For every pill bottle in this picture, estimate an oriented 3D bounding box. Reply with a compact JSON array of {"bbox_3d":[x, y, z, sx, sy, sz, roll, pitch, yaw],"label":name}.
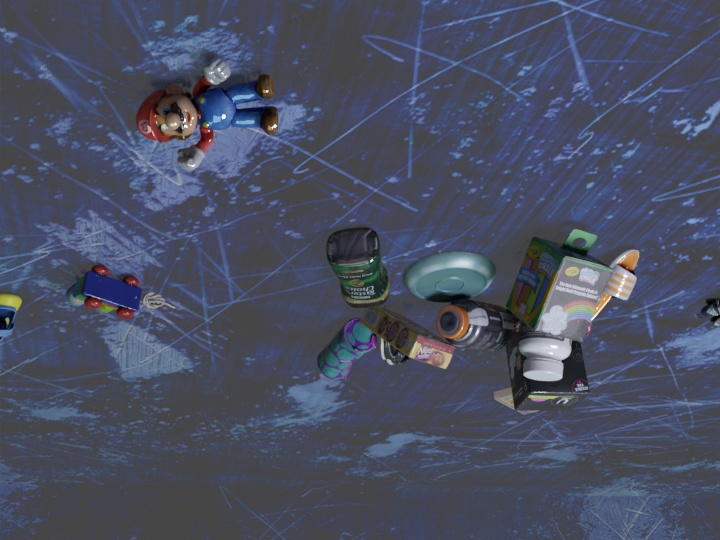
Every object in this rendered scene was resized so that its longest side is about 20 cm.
[{"bbox_3d":[0.247,0.119,1.711,0.106,0.107,0.199,-24,159,33],"label":"pill bottle"},{"bbox_3d":[0.394,0.128,1.665,0.109,0.202,0.111,7,160,3],"label":"pill bottle"}]

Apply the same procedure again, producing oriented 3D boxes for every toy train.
[{"bbox_3d":[-0.500,0.063,1.621,0.115,0.086,0.199,-16,151,43],"label":"toy train"}]

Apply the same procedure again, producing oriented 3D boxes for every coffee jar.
[{"bbox_3d":[0.000,0.000,1.535,0.103,0.086,0.200,-7,152,7],"label":"coffee jar"}]

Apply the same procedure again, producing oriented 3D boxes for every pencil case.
[{"bbox_3d":[-0.033,0.193,1.883,0.092,0.085,0.200,34,144,-5],"label":"pencil case"}]

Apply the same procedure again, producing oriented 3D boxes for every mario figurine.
[{"bbox_3d":[-0.217,-0.216,1.093,0.198,0.125,0.106,-9,164,2],"label":"mario figurine"}]

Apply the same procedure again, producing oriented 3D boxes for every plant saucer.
[{"bbox_3d":[0.189,0.021,1.653,0.198,0.028,0.201,-3,151,-1],"label":"plant saucer"}]

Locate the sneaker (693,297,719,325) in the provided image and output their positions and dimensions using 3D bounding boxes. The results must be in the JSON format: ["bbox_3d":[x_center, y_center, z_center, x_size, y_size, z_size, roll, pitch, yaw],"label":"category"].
[{"bbox_3d":[0.823,0.081,1.763,0.139,0.079,0.200,-15,149,20],"label":"sneaker"}]

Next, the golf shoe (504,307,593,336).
[{"bbox_3d":[0.427,0.111,1.784,0.198,0.092,0.073,8,112,19],"label":"golf shoe"}]

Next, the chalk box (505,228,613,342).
[{"bbox_3d":[0.391,0.014,1.518,0.124,0.124,0.202,14,105,-23],"label":"chalk box"}]

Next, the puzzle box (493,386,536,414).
[{"bbox_3d":[0.502,0.384,2.343,0.132,0.026,0.199,-22,146,32],"label":"puzzle box"}]

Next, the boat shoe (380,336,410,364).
[{"bbox_3d":[0.089,0.187,1.886,0.065,0.075,0.200,-3,157,11],"label":"boat shoe"}]

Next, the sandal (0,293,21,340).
[{"bbox_3d":[-0.793,0.121,1.689,0.079,0.088,0.200,13,150,-29],"label":"sandal"}]

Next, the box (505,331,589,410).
[{"bbox_3d":[0.437,0.217,1.848,0.147,0.202,0.125,2,152,-8],"label":"box"}]

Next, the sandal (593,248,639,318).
[{"bbox_3d":[0.524,0.051,1.620,0.079,0.059,0.208,7,122,-42],"label":"sandal"}]

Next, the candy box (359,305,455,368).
[{"bbox_3d":[0.100,0.142,1.714,0.116,0.057,0.199,22,-176,-36],"label":"candy box"}]
